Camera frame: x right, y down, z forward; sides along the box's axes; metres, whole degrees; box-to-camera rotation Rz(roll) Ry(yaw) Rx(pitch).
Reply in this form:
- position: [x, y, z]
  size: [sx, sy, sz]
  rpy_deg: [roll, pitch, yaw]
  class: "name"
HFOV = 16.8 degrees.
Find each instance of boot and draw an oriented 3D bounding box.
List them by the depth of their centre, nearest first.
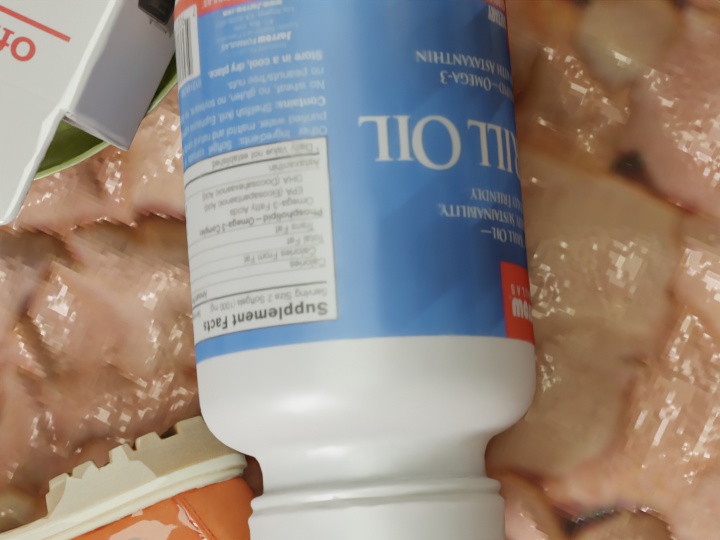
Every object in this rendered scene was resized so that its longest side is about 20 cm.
- position: [-0.116, 0.137, 0.828]
  size: [0.199, 0.075, 0.108]
  rpy_deg: [-25, 83, 9]
  class: "boot"

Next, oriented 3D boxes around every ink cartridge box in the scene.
- position: [-0.111, -0.121, 0.828]
  size: [0.115, 0.067, 0.201]
  rpy_deg: [25, 89, 15]
  class: "ink cartridge box"

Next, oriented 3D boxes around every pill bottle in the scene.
- position: [0.000, 0.000, 0.794]
  size: [0.111, 0.112, 0.202]
  rpy_deg: [-6, 83, 13]
  class: "pill bottle"

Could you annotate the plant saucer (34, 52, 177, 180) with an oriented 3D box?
- position: [-0.134, -0.126, 0.884]
  size: [0.199, 0.031, 0.202]
  rpy_deg: [-2, 82, 13]
  class: "plant saucer"
